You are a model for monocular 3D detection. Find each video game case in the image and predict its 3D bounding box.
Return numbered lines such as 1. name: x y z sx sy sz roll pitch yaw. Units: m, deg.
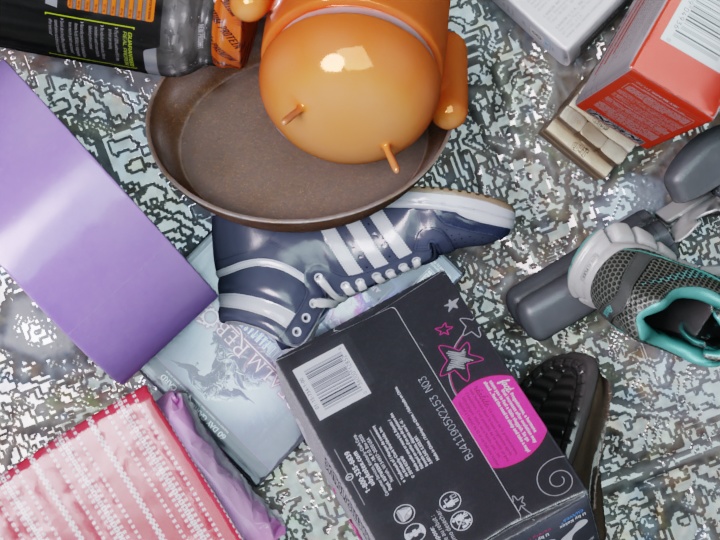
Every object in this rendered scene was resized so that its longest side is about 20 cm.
1. video game case: -0.050 0.023 1.453 0.143 0.019 0.200 45 86 -2

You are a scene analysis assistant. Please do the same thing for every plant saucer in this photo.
1. plant saucer: -0.038 -0.092 1.399 0.199 0.035 0.201 -2 47 2

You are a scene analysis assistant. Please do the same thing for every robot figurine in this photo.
1. robot figurine: -0.004 -0.150 1.345 0.116 0.144 0.201 -8 49 17

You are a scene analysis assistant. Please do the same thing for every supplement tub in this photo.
1. supplement tub: -0.164 -0.192 1.388 0.199 0.123 0.123 11 88 3

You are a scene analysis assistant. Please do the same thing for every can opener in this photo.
1. can opener: 0.182 -0.032 1.445 0.199 0.053 0.067 -30 111 -3

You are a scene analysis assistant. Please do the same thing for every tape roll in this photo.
1. tape roll: -0.185 -0.030 1.354 0.085 0.200 0.200 -42 92 -4

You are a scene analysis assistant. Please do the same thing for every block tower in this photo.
1. block tower: 0.206 -0.153 1.453 0.058 0.054 0.200 38 88 -3

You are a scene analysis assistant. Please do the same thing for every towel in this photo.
1. towel: -0.180 0.184 1.361 0.199 0.022 0.145 -33 90 0

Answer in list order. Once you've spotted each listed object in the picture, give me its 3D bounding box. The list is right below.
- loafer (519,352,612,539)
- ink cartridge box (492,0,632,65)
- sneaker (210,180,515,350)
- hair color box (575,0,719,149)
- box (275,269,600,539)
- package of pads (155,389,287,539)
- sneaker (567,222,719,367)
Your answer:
1. loafer: 0.127 0.154 1.445 0.071 0.073 0.201 19 85 -39
2. ink cartridge box: 0.122 -0.262 1.462 0.200 0.047 0.160 44 87 11
3. sneaker: 0.000 0.000 1.411 0.199 0.070 0.109 2 84 3
4. hair color box: 0.193 -0.139 1.324 0.061 0.200 0.102 30 88 -3
5. box: 0.050 0.127 1.362 0.132 0.115 0.200 -28 50 -5
6. package of pads: -0.159 0.180 1.409 0.200 0.076 0.121 -38 92 1
7. sneaker: 0.230 0.036 1.409 0.199 0.091 0.078 13 113 -26
